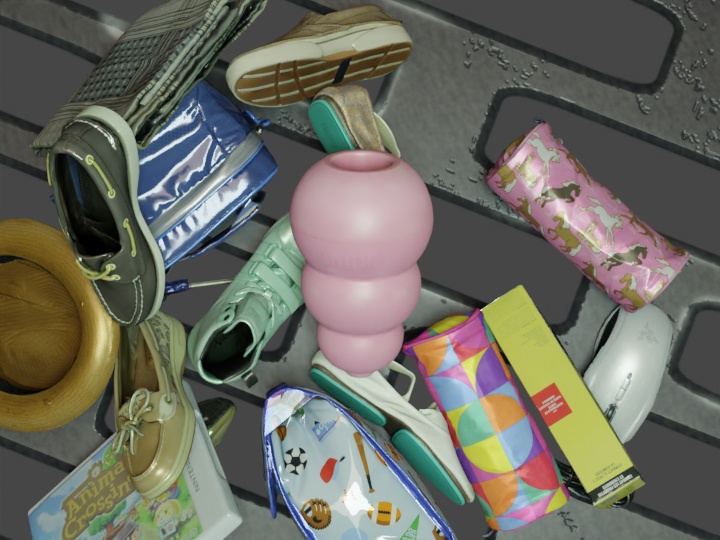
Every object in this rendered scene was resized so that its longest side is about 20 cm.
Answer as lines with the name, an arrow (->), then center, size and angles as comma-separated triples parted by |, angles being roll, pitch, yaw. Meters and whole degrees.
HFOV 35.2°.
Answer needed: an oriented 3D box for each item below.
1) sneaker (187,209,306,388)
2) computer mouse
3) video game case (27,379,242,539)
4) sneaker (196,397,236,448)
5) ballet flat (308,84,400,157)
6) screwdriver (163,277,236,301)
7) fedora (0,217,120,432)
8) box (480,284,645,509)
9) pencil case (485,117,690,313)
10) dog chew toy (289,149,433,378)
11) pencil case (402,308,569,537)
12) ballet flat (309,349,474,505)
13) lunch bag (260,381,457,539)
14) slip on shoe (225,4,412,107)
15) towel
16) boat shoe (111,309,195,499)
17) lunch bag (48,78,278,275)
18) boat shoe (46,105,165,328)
sneaker -> -0.077, 0.024, 1.029 | 0.074, 0.118, 0.201 | 40, 91, -14
computer mouse -> 0.236, 0.121, 1.069 | 0.109, 0.044, 0.201 | 23, 87, 2
video game case -> -0.205, 0.216, 0.996 | 0.200, 0.182, 0.022 | -42, 130, 7
sneaker -> -0.169, 0.211, 1.063 | 0.088, 0.077, 0.201 | 38, 83, -31
ballet flat -> 0.019, -0.083, 1.066 | 0.067, 0.068, 0.201 | -29, 103, -37
screwdriver -> -0.148, 0.010, 1.087 | 0.199, 0.028, 0.029 | -11, 58, -7
fedora -> -0.296, 0.049, 1.041 | 0.199, 0.082, 0.202 | 0, 89, 16
box -> 0.181, 0.114, 1.023 | 0.050, 0.075, 0.201 | -32, 69, 8
pencil case -> 0.211, -0.049, 1.059 | 0.200, 0.083, 0.087 | 44, 78, 2
dog chew toy -> 0.000, 0.000, 0.993 | 0.124, 0.125, 0.201 | 1, 113, 0
pencil case -> 0.112, 0.136, 1.016 | 0.088, 0.088, 0.201 | -24, 93, -2
ballet flat -> 0.043, 0.132, 1.063 | 0.200, 0.069, 0.070 | 41, 87, 3
lunch bag -> -0.021, 0.187, 1.003 | 0.124, 0.170, 0.200 | -36, 89, -7
slip on shoe -> -0.043, -0.204, 1.043 | 0.199, 0.076, 0.061 | -21, 71, -30
towel -> -0.191, -0.176, 0.992 | 0.035, 0.199, 0.193 | 51, 61, -30
boat shoe -> -0.193, 0.110, 1.003 | 0.073, 0.201, 0.063 | -36, 130, 18
lunch bag -> -0.165, -0.080, 1.029 | 0.200, 0.136, 0.133 | -39, 104, 1
boat shoe -> -0.208, -0.030, 0.912 | 0.071, 0.061, 0.202 | 11, 129, 21
